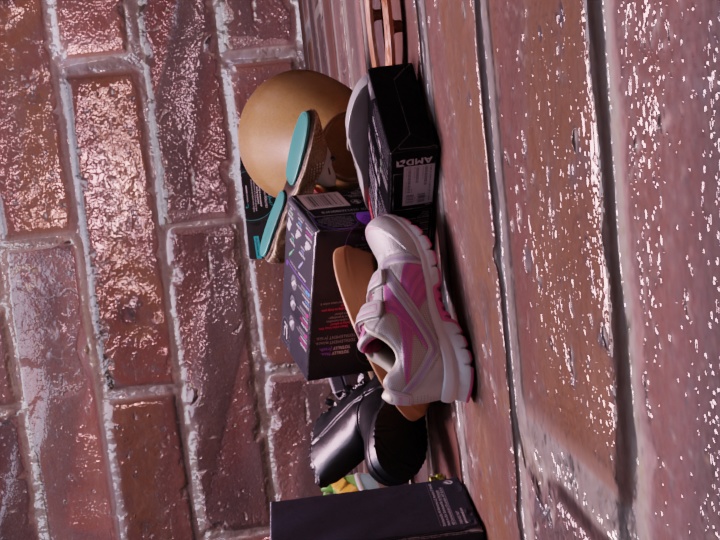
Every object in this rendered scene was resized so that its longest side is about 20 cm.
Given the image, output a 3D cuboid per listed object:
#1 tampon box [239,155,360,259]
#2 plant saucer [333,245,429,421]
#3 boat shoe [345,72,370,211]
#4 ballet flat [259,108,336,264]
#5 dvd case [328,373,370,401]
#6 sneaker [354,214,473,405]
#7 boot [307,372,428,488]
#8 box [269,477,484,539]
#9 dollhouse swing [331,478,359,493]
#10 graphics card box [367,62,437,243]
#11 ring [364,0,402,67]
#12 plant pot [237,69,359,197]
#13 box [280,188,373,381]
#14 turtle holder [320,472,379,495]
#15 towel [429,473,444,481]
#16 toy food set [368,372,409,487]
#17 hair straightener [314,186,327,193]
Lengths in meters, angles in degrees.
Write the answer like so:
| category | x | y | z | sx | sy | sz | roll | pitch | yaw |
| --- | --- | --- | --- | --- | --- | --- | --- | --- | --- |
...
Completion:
| category | x | y | z | sx | sy | sz | roll | pitch | yaw |
| --- | --- | --- | --- | --- | --- | --- | --- | --- | --- |
| tampon box | -0.088 | -0.112 | 1.650 | 0.126 | 0.199 | 0.151 | -110 | 16 | -72 |
| plant saucer | 0.031 | 0.061 | 1.096 | 0.201 | 0.037 | 0.200 | 62 | -171 | -17 |
| boat shoe | 0.014 | -0.146 | 1.121 | 0.201 | 0.070 | 0.064 | 87 | 166 | -52 |
| ballet flat | -0.067 | -0.098 | 1.258 | 0.071 | 0.065 | 0.201 | -115 | 40 | -58 |
| dvd case | -0.020 | 0.127 | 1.397 | 0.151 | 0.025 | 0.201 | 55 | -170 | -44 |
| sneaker | 0.033 | 0.035 | 0.940 | 0.082 | 0.088 | 0.201 | 90 | 163 | -57 |
| boot | 0.001 | 0.198 | 1.183 | 0.162 | 0.073 | 0.199 | -42 | 22 | 32 |
| box | 0.018 | 0.324 | 1.001 | 0.123 | 0.197 | 0.201 | -116 | 20 | -75 |
| dollhouse swing | 0.001 | 0.373 | 1.216 | 0.182 | 0.175 | 0.200 | -55 | 5 | -9 |
| graphics card box | 0.039 | -0.092 | 1.042 | 0.201 | 0.051 | 0.126 | 87 | 173 | -50 |
| ring | 0.026 | -0.278 | 1.147 | 0.200 | 0.019 | 0.202 | 172 | 90 | -85 |
| plant pot | -0.045 | -0.173 | 1.369 | 0.200 | 0.185 | 0.188 | -157 | 59 | -65 |
| box | -0.021 | 0.015 | 1.239 | 0.106 | 0.121 | 0.201 | -130 | 40 | -55 |
| turtle holder | 0.012 | 0.371 | 1.537 | 0.186 | 0.131 | 0.142 | 104 | 159 | -75 |
| towel | 0.090 | 0.314 | 1.208 | 0.200 | 0.018 | 0.087 | 90 | 172 | -58 |
| toy food set | 0.017 | 0.223 | 1.510 | 0.144 | 0.060 | 0.201 | 68 | -172 | -49 |
| hair straightener | -0.026 | -0.049 | 1.380 | 0.041 | 0.077 | 0.200 | 35 | -175 | 30 |
